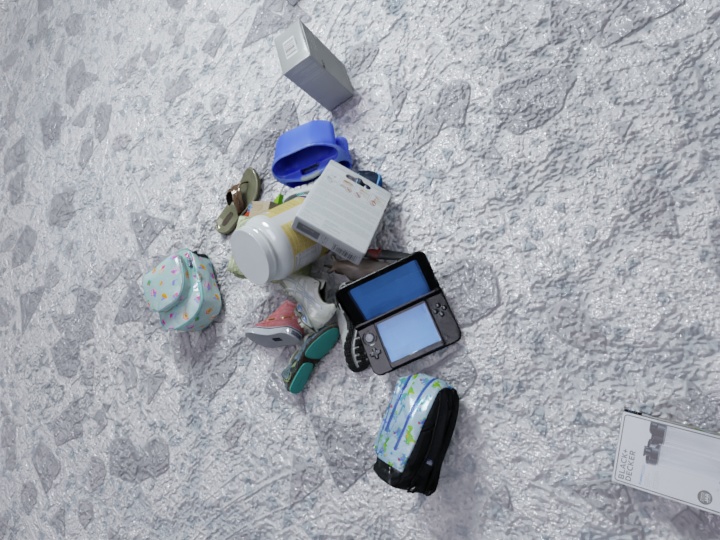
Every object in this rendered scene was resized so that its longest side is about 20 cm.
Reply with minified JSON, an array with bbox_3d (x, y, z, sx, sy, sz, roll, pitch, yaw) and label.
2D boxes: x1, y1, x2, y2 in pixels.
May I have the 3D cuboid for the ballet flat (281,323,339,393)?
[{"bbox_3d":[-0.123,0.188,1.173,0.074,0.074,0.201,42,103,29],"label":"ballet flat"}]

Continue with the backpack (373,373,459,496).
[{"bbox_3d":[0.112,0.299,0.972,0.153,0.163,0.201,30,90,45],"label":"backpack"}]

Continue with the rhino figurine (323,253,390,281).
[{"bbox_3d":[0.000,0.000,1.125,0.199,0.087,0.060,10,86,31],"label":"rhino figurine"}]

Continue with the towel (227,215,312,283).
[{"bbox_3d":[-0.207,-0.042,1.216,0.036,0.199,0.150,177,104,-75],"label":"towel"}]

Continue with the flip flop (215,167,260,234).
[{"bbox_3d":[-0.337,-0.186,1.372,0.081,0.057,0.200,44,104,28],"label":"flip flop"}]

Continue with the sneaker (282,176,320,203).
[{"bbox_3d":[-0.113,-0.159,1.217,0.199,0.077,0.092,-17,74,41],"label":"sneaker"}]

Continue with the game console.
[{"bbox_3d":[0.077,0.090,1.022,0.199,0.116,0.177,-25,69,8],"label":"game console"}]

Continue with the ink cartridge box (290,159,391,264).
[{"bbox_3d":[-0.036,-0.128,1.082,0.159,0.201,0.047,28,140,-5],"label":"ink cartridge box"}]

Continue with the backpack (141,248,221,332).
[{"bbox_3d":[-0.471,0.061,1.355,0.175,0.153,0.201,-33,73,15],"label":"backpack"}]

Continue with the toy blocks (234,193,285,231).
[{"bbox_3d":[-0.268,-0.097,1.307,0.136,0.100,0.202,6,83,42],"label":"toy blocks"}]

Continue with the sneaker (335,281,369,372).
[{"bbox_3d":[-0.015,0.124,1.133,0.073,0.080,0.202,-5,89,-14],"label":"sneaker"}]

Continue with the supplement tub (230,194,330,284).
[{"bbox_3d":[-0.162,-0.067,1.101,0.145,0.200,0.146,25,131,33],"label":"supplement tub"}]

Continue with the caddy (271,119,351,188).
[{"bbox_3d":[-0.116,-0.260,1.202,0.199,0.141,0.106,-16,61,27],"label":"caddy"}]

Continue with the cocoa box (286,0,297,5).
[{"bbox_3d":[-0.218,-0.858,1.382,0.133,0.131,0.201,-39,64,19],"label":"cocoa box"}]

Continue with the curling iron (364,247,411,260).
[{"bbox_3d":[0.033,-0.044,1.092,0.198,0.026,0.050,9,57,-1],"label":"curling iron"}]

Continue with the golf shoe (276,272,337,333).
[{"bbox_3d":[-0.120,0.040,1.145,0.097,0.078,0.201,-36,65,6],"label":"golf shoe"}]

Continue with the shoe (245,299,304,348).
[{"bbox_3d":[-0.196,0.129,1.233,0.199,0.071,0.091,-11,45,45],"label":"shoe"}]

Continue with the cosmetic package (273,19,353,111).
[{"bbox_3d":[-0.107,-0.478,1.211,0.090,0.200,0.108,-26,72,26],"label":"cosmetic package"}]

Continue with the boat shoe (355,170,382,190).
[{"bbox_3d":[-0.010,-0.132,1.166,0.068,0.084,0.201,19,77,13],"label":"boat shoe"}]

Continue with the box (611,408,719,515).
[{"bbox_3d":[0.507,0.300,0.792,0.199,0.060,0.118,11,86,31],"label":"box"}]
